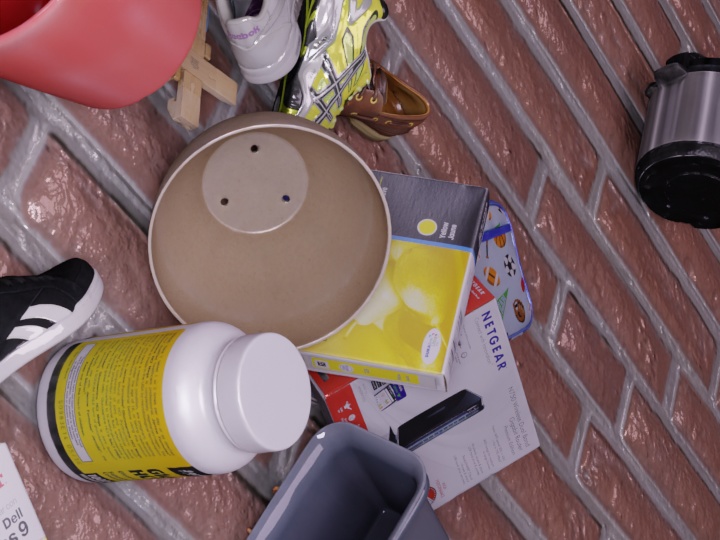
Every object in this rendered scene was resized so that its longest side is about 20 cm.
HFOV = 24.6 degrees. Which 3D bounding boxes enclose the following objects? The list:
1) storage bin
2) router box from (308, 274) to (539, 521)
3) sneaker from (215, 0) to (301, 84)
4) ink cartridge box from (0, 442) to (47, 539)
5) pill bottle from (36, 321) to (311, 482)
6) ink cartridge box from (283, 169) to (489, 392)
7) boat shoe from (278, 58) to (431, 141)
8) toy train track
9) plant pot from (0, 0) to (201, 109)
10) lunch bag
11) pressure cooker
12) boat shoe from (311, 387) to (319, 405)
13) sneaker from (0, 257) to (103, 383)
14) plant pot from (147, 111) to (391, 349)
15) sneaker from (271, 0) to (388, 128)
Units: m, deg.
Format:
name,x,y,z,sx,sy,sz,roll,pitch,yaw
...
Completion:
name,x,y,z,sx,sy,sz,roll,pitch,yaw
storage bin,-0.018,0.255,1.434,0.201,0.145,0.135,-56,144,-18
router box,0.060,0.126,1.516,0.178,0.049,0.201,-30,130,-10
sneaker,-0.088,-0.268,1.459,0.100,0.074,0.202,56,27,-55
ink cartridge box,-0.276,0.238,1.119,0.145,0.087,0.202,-37,111,-50
pill bottle,-0.139,0.099,1.240,0.112,0.198,0.114,15,72,-51
ink cartridge box,0.000,0.000,1.458,0.047,0.197,0.199,83,19,-58
boat shoe,-0.005,-0.182,1.596,0.199,0.067,0.073,22,66,-50
toy train track,-0.152,-0.211,1.432,0.114,0.032,0.202,34,50,-46
plant pot,-0.220,-0.215,1.215,0.177,0.198,0.203,34,56,-58
lunch bag,0.096,0.009,1.696,0.199,0.075,0.162,-18,96,-55
pressure cooker,0.450,-0.179,2.144,0.177,0.176,0.202,84,19,-57
boat shoe,0.013,0.086,1.545,0.199,0.092,0.076,0,83,-54
sneaker,-0.268,0.014,1.185,0.200,0.072,0.113,-46,121,-47
plant pot,-0.082,-0.049,1.388,0.202,0.199,0.135,61,3,-26
sneaker,-0.031,-0.166,1.493,0.076,0.075,0.202,15,102,-17
